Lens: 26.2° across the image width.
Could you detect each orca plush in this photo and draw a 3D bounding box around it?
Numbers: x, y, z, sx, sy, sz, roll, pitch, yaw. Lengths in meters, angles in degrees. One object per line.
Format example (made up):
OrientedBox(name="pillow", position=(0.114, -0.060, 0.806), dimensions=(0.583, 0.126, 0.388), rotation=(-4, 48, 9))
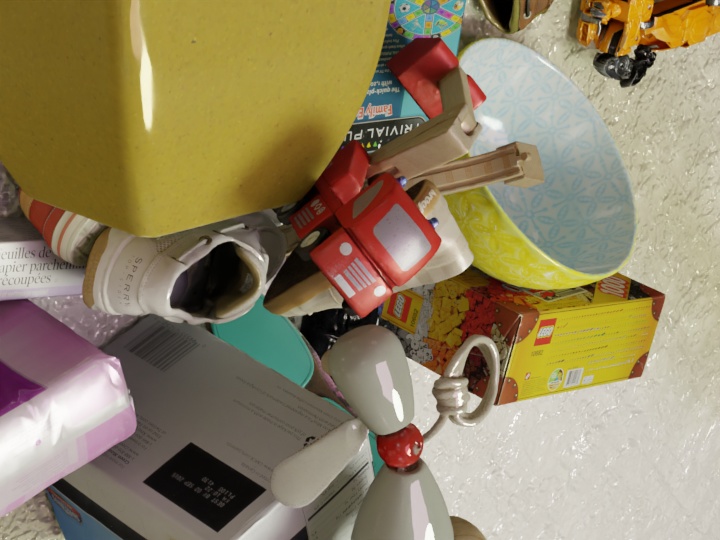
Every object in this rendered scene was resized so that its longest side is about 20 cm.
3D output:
OrientedBox(name="orca plush", position=(-0.002, 0.055, 1.134), dimensions=(0.105, 0.071, 0.200), rotation=(10, 122, -38))

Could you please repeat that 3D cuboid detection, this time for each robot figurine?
OrientedBox(name="robot figurine", position=(0.249, -0.234, 1.289), dimensions=(0.200, 0.058, 0.145), rotation=(-21, 126, -41))

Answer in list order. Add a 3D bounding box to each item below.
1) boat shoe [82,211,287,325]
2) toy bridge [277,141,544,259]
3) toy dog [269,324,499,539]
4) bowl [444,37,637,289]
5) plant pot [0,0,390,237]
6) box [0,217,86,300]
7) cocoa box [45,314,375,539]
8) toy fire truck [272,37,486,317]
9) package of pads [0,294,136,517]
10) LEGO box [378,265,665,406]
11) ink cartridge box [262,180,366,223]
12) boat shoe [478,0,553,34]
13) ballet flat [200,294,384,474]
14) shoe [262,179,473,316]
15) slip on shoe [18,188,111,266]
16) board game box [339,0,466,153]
OrientedBox(name="boat shoe", position=(-0.089, 0.003, 0.957), dimensions=(0.200, 0.069, 0.071), rotation=(-18, 124, -63))
OrientedBox(name="toy bridge", position=(0.025, -0.047, 1.025), dimensions=(0.067, 0.200, 0.027), rotation=(2, 72, -57))
OrientedBox(name="toy dog", position=(0.008, 0.128, 0.909), dimensions=(0.132, 0.096, 0.200), rotation=(-2, 94, -47))
OrientedBox(name="bowl", position=(0.104, -0.063, 1.169), dimensions=(0.200, 0.200, 0.108), rotation=(-2, 156, -48))
OrientedBox(name="plant pot", position=(-0.107, -0.131, 0.817), dimensions=(0.194, 0.195, 0.200), rotation=(-16, 116, -42))
OrientedBox(name="box", position=(-0.176, -0.010, 0.958), dimensions=(0.200, 0.041, 0.039), rotation=(-4, 115, -48))
OrientedBox(name="cocoa box", position=(-0.100, 0.141, 1.004), dimensions=(0.133, 0.200, 0.131), rotation=(-38, 137, -30))
OrientedBox(name="toy fire truck", position=(0.020, -0.059, 0.868), dimensions=(0.141, 0.200, 0.049), rotation=(-39, 111, 2))
OrientedBox(name="package of pads", position=(-0.241, 0.093, 0.881), dimensions=(0.200, 0.120, 0.076), rotation=(-32, 133, -33))
OrientedBox(name="LEGO box", position=(0.122, 0.033, 1.233), dimensions=(0.200, 0.149, 0.077), rotation=(-5, 115, -48))
OrientedBox(name="ink cartridge box", position=(-0.008, -0.115, 1.061), dimensions=(0.116, 0.068, 0.200), rotation=(-4, 115, -46))
OrientedBox(name="boat shoe", position=(0.095, -0.243, 1.098), dimensions=(0.068, 0.072, 0.200), rotation=(-54, 141, -11))
OrientedBox(name="ballet flat", position=(-0.046, 0.094, 1.103), dimensions=(0.069, 0.200, 0.071), rotation=(-44, -178, -19))
OrientedBox(name="shoe", position=(0.000, 0.000, 0.971), dimensions=(0.053, 0.200, 0.070), rotation=(41, 60, -15))
OrientedBox(name="slip on shoe", position=(-0.131, -0.065, 0.960), dimensions=(0.200, 0.061, 0.074), rotation=(-32, 155, -49))
OrientedBox(name="board game box", position=(-0.004, -0.159, 0.951), dimensions=(0.151, 0.047, 0.200), rotation=(-11, 119, -40))
